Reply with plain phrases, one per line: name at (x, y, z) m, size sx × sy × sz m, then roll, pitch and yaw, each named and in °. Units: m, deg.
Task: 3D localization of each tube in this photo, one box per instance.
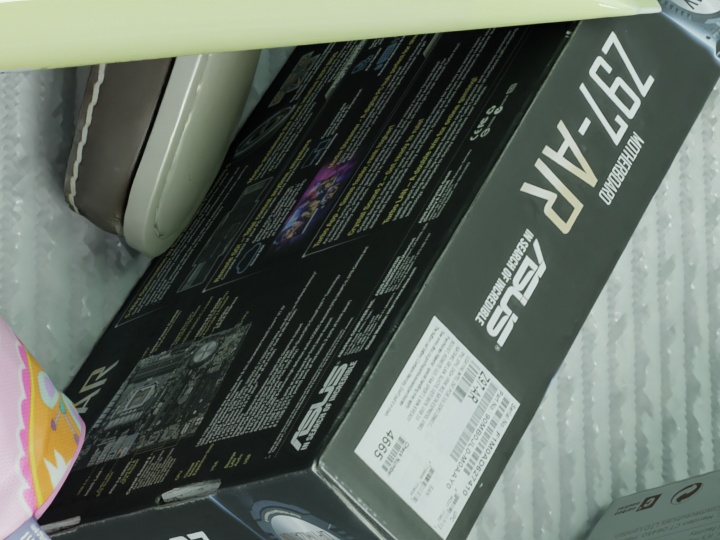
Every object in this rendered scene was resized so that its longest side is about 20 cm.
tube at (-0.033, -0.078, 0.690) m, size 0.199 × 0.052 × 0.058 m, roll -6°, pitch 87°, yaw -20°

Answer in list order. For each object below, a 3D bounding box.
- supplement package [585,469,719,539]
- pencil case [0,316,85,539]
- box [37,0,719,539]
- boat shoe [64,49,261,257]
supplement package at (0.100, 0.153, 0.807) m, size 0.117 × 0.117 × 0.200 m, roll 56°, pitch 43°, yaw -16°
pencil case at (-0.149, -0.004, 0.678) m, size 0.200 × 0.087 × 0.088 m, roll 52°, pitch 53°, yaw -20°
box at (0.000, 0.000, 0.749) m, size 0.044 × 0.160 × 0.200 m, roll 45°, pitch 55°, yaw -20°
boat shoe at (-0.047, -0.104, 0.799) m, size 0.059 × 0.072 × 0.201 m, roll 16°, pitch 81°, yaw 6°
